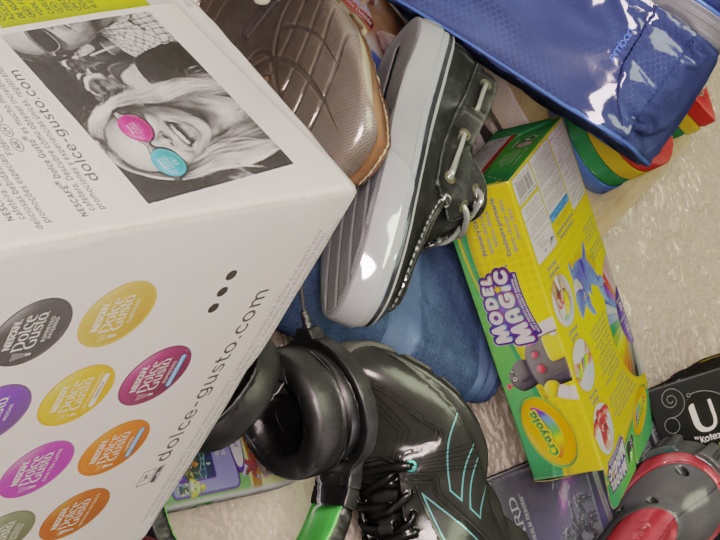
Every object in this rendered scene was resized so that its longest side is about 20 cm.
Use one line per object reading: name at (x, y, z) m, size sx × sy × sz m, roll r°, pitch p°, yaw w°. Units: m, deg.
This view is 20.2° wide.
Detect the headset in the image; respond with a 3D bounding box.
headset at (-0.056, 0.054, 0.932) m, size 0.123 × 0.094 × 0.201 m, roll 20°, pitch 76°, yaw -39°

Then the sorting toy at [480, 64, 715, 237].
sorting toy at (0.150, -0.143, 1.289) m, size 0.199 × 0.069 × 0.200 m, roll 61°, pitch 34°, yaw -7°

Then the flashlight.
flashlight at (0.163, 0.152, 1.131) m, size 0.200 × 0.068 × 0.068 m, roll -32°, pitch 135°, yaw -66°

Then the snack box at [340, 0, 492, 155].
snack box at (0.036, -0.086, 1.183) m, size 0.200 × 0.024 × 0.072 m, roll 50°, pitch 41°, yaw -23°

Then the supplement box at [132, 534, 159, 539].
supplement box at (-0.069, 0.175, 0.875) m, size 0.200 × 0.109 × 0.061 m, roll 29°, pitch 52°, yaw -39°

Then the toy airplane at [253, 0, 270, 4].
toy airplane at (-0.120, -0.202, 0.960) m, size 0.200 × 0.141 × 0.199 m, roll -10°, pitch 61°, yaw -37°

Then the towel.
towel at (0.000, 0.000, 1.084) m, size 0.200 × 0.048 × 0.112 m, roll 25°, pitch 55°, yaw -42°

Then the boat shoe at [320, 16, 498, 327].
boat shoe at (0.034, -0.047, 1.022) m, size 0.071 × 0.072 × 0.200 m, roll 27°, pitch 51°, yaw -13°

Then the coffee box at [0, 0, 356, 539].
coffee box at (-0.166, -0.014, 0.709) m, size 0.197 × 0.200 × 0.200 m, roll -12°, pitch 54°, yaw -45°

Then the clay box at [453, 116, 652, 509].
clay box at (0.109, 0.027, 1.133) m, size 0.115 × 0.047 × 0.201 m, roll -47°, pitch 122°, yaw -60°

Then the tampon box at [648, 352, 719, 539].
tampon box at (0.295, 0.137, 1.271) m, size 0.126 × 0.150 × 0.201 m, roll -17°, pitch 87°, yaw -63°

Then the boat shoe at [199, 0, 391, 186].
boat shoe at (-0.020, -0.103, 1.029) m, size 0.072 × 0.076 × 0.200 m, roll 32°, pitch 21°, yaw -35°

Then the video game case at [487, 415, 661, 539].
video game case at (0.149, 0.171, 1.203) m, size 0.200 × 0.019 × 0.143 m, roll -14°, pitch 84°, yaw -50°

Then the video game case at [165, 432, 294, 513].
video game case at (-0.126, 0.018, 0.932) m, size 0.182 × 0.022 × 0.201 m, roll -7°, pitch 78°, yaw -42°

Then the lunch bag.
lunch bag at (0.114, -0.165, 1.130) m, size 0.200 × 0.133 × 0.136 m, roll 34°, pitch 4°, yaw 10°

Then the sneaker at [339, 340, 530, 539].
sneaker at (0.033, 0.126, 1.041) m, size 0.200 × 0.075 × 0.079 m, roll 57°, pitch 45°, yaw -18°
